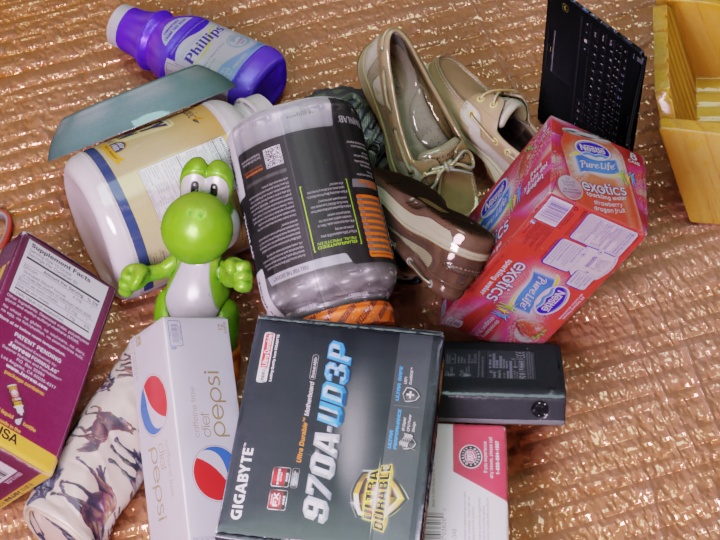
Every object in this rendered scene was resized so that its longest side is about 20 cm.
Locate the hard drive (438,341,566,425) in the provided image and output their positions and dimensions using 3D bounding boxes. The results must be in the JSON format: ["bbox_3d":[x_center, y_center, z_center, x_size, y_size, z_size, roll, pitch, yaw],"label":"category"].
[{"bbox_3d":[0.075,0.094,1.395,0.197,0.033,0.140,2,15,5],"label":"hard drive"}]

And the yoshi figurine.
[{"bbox_3d":[-0.144,0.006,1.404,0.111,0.202,0.112,-10,27,-31],"label":"yoshi figurine"}]

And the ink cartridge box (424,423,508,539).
[{"bbox_3d":[0.021,0.203,1.316,0.197,0.086,0.149,1,49,4],"label":"ink cartridge box"}]

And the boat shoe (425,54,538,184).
[{"bbox_3d":[0.138,-0.142,1.584,0.074,0.067,0.201,-23,69,-46],"label":"boat shoe"}]

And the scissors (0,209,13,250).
[{"bbox_3d":[-0.385,0.015,1.537,0.072,0.014,0.202,6,48,4],"label":"scissors"}]

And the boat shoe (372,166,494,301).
[{"bbox_3d":[0.042,-0.032,1.441,0.074,0.076,0.202,13,15,-27],"label":"boat shoe"}]

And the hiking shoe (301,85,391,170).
[{"bbox_3d":[0.010,-0.127,1.604,0.197,0.076,0.101,-8,46,-6],"label":"hiking shoe"}]

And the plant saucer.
[{"bbox_3d":[-0.218,-0.159,1.581,0.198,0.036,0.200,-21,8,3],"label":"plant saucer"}]

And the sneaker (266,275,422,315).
[{"bbox_3d":[0.000,0.000,1.497,0.111,0.074,0.201,18,51,18],"label":"sneaker"}]

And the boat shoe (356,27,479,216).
[{"bbox_3d":[0.061,-0.133,1.548,0.073,0.063,0.203,-22,89,-20],"label":"boat shoe"}]

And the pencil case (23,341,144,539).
[{"bbox_3d":[-0.206,0.156,1.366,0.089,0.078,0.201,39,55,-12],"label":"pencil case"}]

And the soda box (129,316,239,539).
[{"bbox_3d":[-0.138,0.142,1.324,0.063,0.068,0.203,3,70,-35],"label":"soda box"}]

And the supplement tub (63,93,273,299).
[{"bbox_3d":[-0.163,-0.073,1.519,0.198,0.145,0.145,-24,52,-18],"label":"supplement tub"}]

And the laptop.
[{"bbox_3d":[0.209,-0.134,1.536,0.103,0.178,0.200,-31,56,-24],"label":"laptop"}]

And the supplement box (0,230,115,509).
[{"bbox_3d":[-0.305,0.090,1.376,0.103,0.130,0.202,34,45,-24],"label":"supplement box"}]

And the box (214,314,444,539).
[{"bbox_3d":[-0.020,0.136,1.279,0.157,0.046,0.202,5,56,7],"label":"box"}]

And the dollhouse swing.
[{"bbox_3d":[0.390,-0.168,1.575,0.174,0.183,0.202,-10,46,21],"label":"dollhouse swing"}]

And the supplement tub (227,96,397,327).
[{"bbox_3d":[-0.039,-0.037,1.405,0.121,0.123,0.203,-11,78,-8],"label":"supplement tub"}]

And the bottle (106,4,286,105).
[{"bbox_3d":[-0.175,-0.225,1.700,0.198,0.066,0.084,26,56,22],"label":"bottle"}]

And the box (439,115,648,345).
[{"bbox_3d":[0.157,-0.026,1.419,0.099,0.200,0.096,21,47,-16],"label":"box"}]
